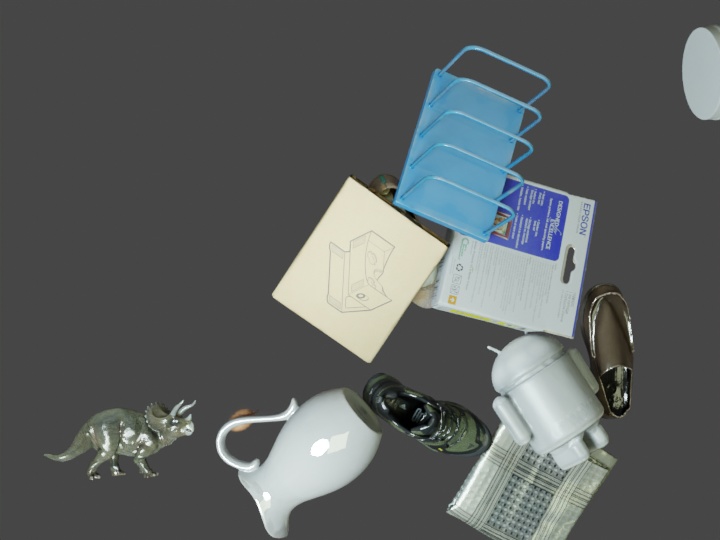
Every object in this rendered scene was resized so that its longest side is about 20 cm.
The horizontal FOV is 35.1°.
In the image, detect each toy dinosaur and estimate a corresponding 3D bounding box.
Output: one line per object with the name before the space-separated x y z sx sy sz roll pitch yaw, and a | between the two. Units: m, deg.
toy dinosaur | -0.318 0.224 1.526 0.197 0.077 0.104 -1 88 -4

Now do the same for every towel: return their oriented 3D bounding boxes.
towel | 0.251 0.308 1.645 0.191 0.035 0.201 31 93 -13

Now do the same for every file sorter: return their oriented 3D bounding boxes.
file sorter | 0.148 -0.165 1.471 0.137 0.123 0.202 21 73 -12

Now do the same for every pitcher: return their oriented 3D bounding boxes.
pitcher | -0.085 0.234 1.543 0.200 0.121 0.172 -42 88 11

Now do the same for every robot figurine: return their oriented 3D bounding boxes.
robot figurine | 0.257 0.171 1.569 0.169 0.113 0.201 -29 81 -34

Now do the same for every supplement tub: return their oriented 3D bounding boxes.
supplement tub | 0.554 -0.275 1.543 0.197 0.145 0.147 -7 101 -8

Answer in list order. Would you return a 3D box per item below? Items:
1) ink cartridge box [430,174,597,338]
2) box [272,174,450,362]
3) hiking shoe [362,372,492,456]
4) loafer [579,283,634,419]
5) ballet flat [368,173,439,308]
ink cartridge box | 0.210 -0.024 1.554 0.198 0.047 0.200 15 79 -14
box | 0.000 0.000 1.515 0.163 0.021 0.201 34 109 -1
hiking shoe | 0.096 0.214 1.569 0.198 0.101 0.076 24 96 -12
loafer | 0.361 0.118 1.613 0.072 0.071 0.203 -11 101 -8
ballet flat | 0.062 -0.033 1.539 0.068 0.067 0.202 -28 103 -4
